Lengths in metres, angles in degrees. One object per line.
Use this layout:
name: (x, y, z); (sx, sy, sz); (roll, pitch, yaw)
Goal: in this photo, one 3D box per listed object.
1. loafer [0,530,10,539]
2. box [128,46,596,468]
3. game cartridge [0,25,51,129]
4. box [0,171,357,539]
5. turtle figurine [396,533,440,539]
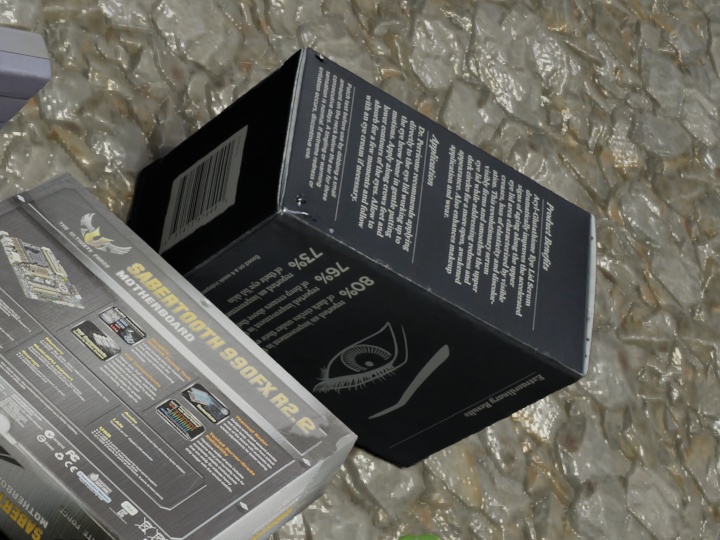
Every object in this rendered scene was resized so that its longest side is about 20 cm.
loafer: (-0.082, 0.163, 1.000); (0.200, 0.073, 0.071); (55, 46, -4)
box: (0.000, 0.000, 1.111); (0.200, 0.148, 0.105); (29, 51, -29)
game cartridge: (-0.249, -0.077, 0.944); (0.200, 0.130, 0.038); (6, 64, -39)
box: (-0.123, 0.055, 0.986); (0.200, 0.048, 0.158); (41, 36, 13)
turtle figurine: (0.059, 0.223, 1.028); (0.200, 0.194, 0.144); (0, 29, -12)
